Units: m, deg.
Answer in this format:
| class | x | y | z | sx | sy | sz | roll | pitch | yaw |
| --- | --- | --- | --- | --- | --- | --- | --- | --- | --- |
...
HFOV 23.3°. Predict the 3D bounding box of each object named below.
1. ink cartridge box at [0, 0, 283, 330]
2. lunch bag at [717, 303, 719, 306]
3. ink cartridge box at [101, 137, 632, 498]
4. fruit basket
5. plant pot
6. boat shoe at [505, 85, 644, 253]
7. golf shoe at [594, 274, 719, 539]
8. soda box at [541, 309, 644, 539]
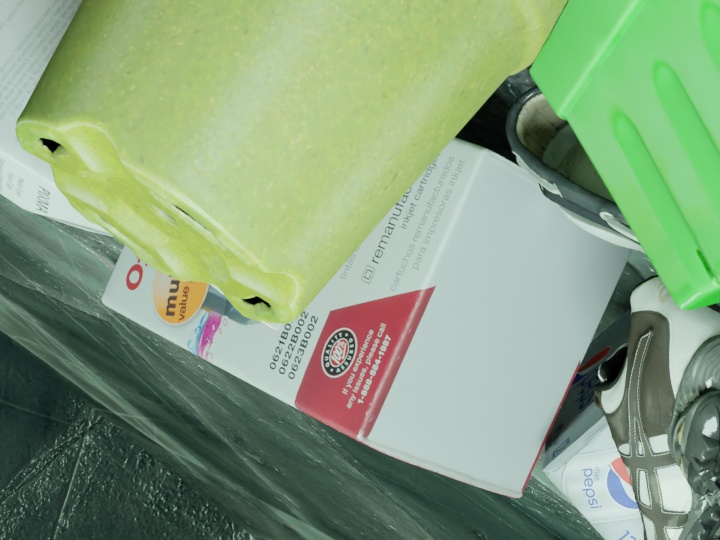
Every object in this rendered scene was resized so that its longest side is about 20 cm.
| class | x | y | z | sx | sy | sz | roll | pitch | yaw |
| --- | --- | --- | --- | --- | --- | --- | --- | --- | --- |
| ink cartridge box | -0.084 | -0.081 | 0.787 | 0.199 | 0.160 | 0.047 | 33 | 154 | -1 |
| lunch bag | 0.241 | 0.066 | 0.802 | 0.161 | 0.083 | 0.200 | 41 | 164 | -23 |
| ink cartridge box | 0.000 | 0.000 | 0.878 | 0.200 | 0.146 | 0.144 | 23 | 179 | 42 |
| fruit basket | 0.114 | -0.106 | 0.484 | 0.216 | 0.155 | 0.217 | 167 | 90 | -81 |
| plant pot | -0.032 | -0.089 | 0.686 | 0.200 | 0.185 | 0.200 | 31 | 166 | 9 |
| boat shoe | 0.135 | -0.036 | 0.717 | 0.060 | 0.076 | 0.200 | 37 | 166 | -36 |
| golf shoe | 0.147 | 0.076 | 0.766 | 0.095 | 0.077 | 0.200 | 57 | 162 | 33 |
| soda box | 0.143 | 0.082 | 0.923 | 0.068 | 0.063 | 0.200 | 47 | -167 | -1 |
